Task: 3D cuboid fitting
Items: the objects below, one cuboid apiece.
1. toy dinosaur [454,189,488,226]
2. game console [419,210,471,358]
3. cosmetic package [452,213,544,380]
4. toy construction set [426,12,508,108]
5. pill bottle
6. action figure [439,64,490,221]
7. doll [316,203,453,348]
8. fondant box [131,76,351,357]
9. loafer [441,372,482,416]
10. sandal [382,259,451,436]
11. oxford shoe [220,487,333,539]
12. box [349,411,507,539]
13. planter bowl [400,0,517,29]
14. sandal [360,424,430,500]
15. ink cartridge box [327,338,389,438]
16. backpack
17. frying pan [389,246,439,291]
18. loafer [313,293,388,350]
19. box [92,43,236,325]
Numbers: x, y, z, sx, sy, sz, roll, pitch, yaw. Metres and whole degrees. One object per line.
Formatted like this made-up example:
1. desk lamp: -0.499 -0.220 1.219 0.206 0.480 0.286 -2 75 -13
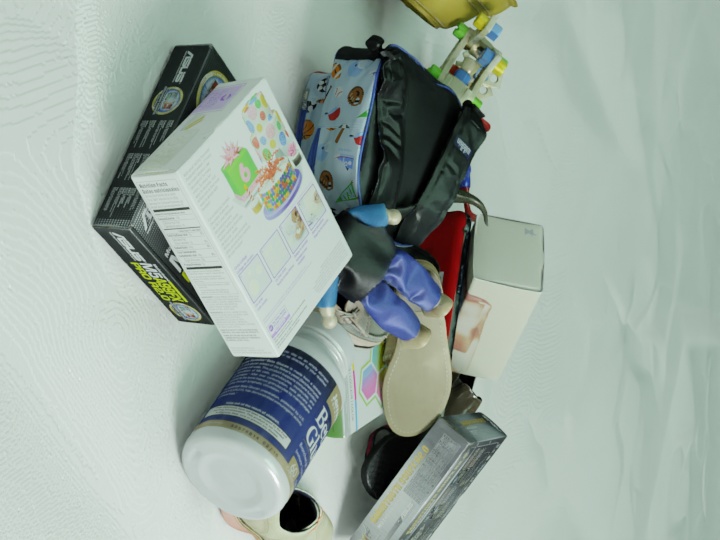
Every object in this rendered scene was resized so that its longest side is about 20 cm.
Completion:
1. toy dinosaur: 0.066 -0.117 1.538 0.201 0.077 0.102 56 8 15
2. game console: 0.100 0.043 1.633 0.118 0.172 0.202 17 77 -35
3. cosmetic package: 0.156 0.035 1.618 0.201 0.086 0.104 107 -7 -52
4. toy construction set: 0.116 -0.230 1.559 0.132 0.092 0.200 -55 177 4
5. pill bottle: -0.080 0.133 1.292 0.201 0.110 0.112 -57 141 -43
6. action figure: 0.129 -0.161 1.693 0.099 0.065 0.202 -7 90 -57
7. doll: 0.004 0.002 1.322 0.200 0.048 0.137 42 79 -31
8. fondant box: -0.098 -0.046 1.169 0.145 0.058 0.201 -54 130 -39
9. loafer: 0.119 0.170 1.724 0.073 0.071 0.202 38 60 -57
10. sandal: 0.063 0.076 1.478 0.070 0.077 0.214 -91 -178 -63
11. oxford shoe: -0.068 0.261 1.372 0.200 0.073 0.071 38 60 -58
12. box: 0.077 0.260 1.560 0.201 0.048 0.158 -55 160 11
13. planter bowl: 0.080 -0.338 1.528 0.084 0.200 0.200 -48 150 7
14. sandal: 0.036 0.218 1.605 0.200 0.045 0.076 -37 127 -62
15. ink cartridge box: 0.000 0.108 1.500 0.200 0.059 0.105 -22 112 -60
16. backpack: 0.016 -0.124 1.406 0.199 0.153 0.192 26 68 -46
17. frying pan: 0.015 0.006 1.470 0.190 0.114 0.031 -36 144 -55
18. loafer: -0.028 0.020 1.369 0.200 0.063 0.072 37 39 -38
19. box: -0.150 -0.077 1.206 0.161 0.044 0.201 57 45 -50
